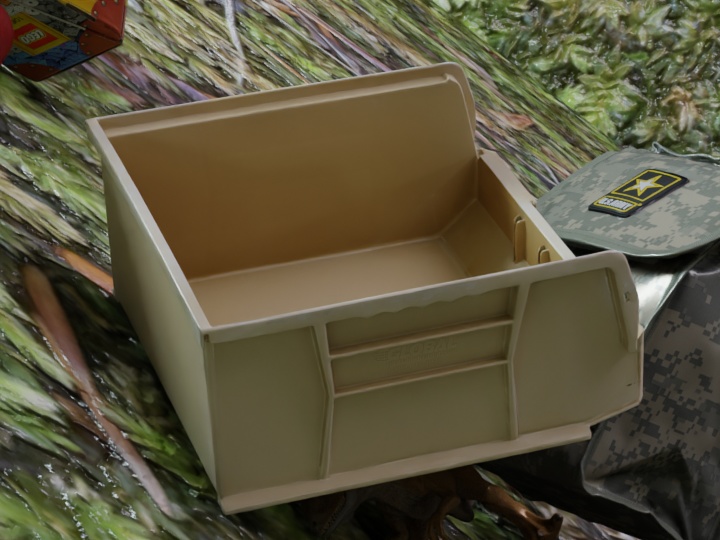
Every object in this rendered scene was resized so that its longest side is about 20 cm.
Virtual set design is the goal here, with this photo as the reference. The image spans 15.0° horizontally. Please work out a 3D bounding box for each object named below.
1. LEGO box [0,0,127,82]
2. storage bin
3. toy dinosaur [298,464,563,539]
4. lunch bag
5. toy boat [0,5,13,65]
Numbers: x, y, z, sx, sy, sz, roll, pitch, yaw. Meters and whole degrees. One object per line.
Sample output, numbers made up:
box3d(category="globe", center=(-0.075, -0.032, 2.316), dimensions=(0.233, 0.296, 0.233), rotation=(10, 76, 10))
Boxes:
box3d(category="LEGO box", center=(-0.197, -0.230, 1.499), dimensions=(0.149, 0.077, 0.201), rotation=(28, 56, -41))
box3d(category="storage bin", center=(0.000, 0.000, 1.206), dimensions=(0.197, 0.094, 0.200), rotation=(-11, 30, -15))
box3d(category="toy dinosaur", center=(0.040, 0.102, 1.258), dimensions=(0.106, 0.061, 0.200), rotation=(40, 12, 19))
box3d(category="lunch bag", center=(0.142, 0.026, 1.394), dimensions=(0.117, 0.201, 0.164), rotation=(32, -8, -30))
box3d(category="toy boat", center=(-0.236, -0.166, 1.277), dimensions=(0.200, 0.131, 0.130), rotation=(43, 13, 22))
